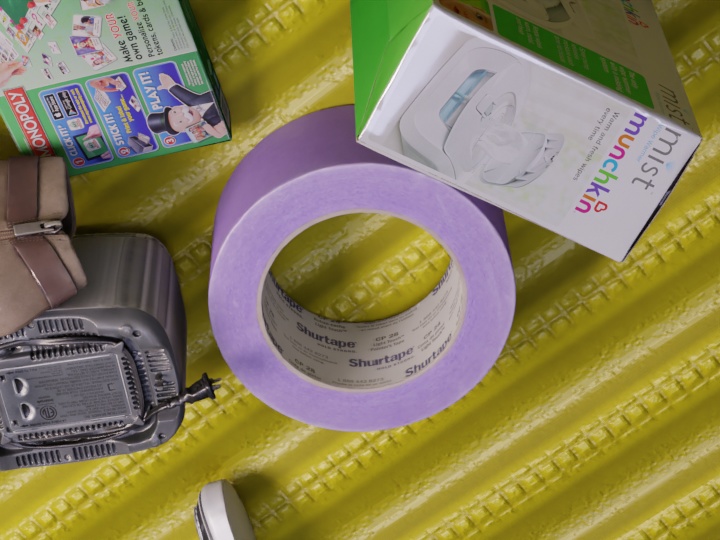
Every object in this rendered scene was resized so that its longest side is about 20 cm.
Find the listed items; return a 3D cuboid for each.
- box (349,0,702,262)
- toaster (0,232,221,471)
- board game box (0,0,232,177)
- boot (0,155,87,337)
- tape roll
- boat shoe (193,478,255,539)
[{"bbox_3d":[0.090,-0.118,1.151,0.175,0.201,0.097,23,117,-14],"label":"box"},{"bbox_3d":[-0.188,0.047,1.279,0.198,0.130,0.115,-9,121,4],"label":"toaster"},{"bbox_3d":[-0.168,-0.141,1.192,0.133,0.029,0.201,-11,139,6],"label":"board game box"},{"bbox_3d":[-0.252,-0.044,1.217,0.145,0.201,0.070,-16,156,-7],"label":"boot"},{"bbox_3d":[0.000,0.000,1.284,0.198,0.085,0.202,-1,120,-2],"label":"tape roll"},{"bbox_3d":[-0.103,0.239,1.432,0.067,0.072,0.201,-10,127,2],"label":"boat shoe"}]
